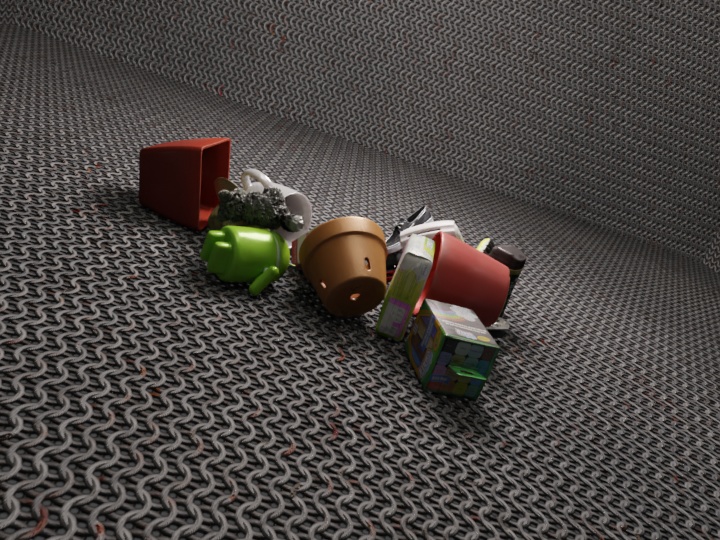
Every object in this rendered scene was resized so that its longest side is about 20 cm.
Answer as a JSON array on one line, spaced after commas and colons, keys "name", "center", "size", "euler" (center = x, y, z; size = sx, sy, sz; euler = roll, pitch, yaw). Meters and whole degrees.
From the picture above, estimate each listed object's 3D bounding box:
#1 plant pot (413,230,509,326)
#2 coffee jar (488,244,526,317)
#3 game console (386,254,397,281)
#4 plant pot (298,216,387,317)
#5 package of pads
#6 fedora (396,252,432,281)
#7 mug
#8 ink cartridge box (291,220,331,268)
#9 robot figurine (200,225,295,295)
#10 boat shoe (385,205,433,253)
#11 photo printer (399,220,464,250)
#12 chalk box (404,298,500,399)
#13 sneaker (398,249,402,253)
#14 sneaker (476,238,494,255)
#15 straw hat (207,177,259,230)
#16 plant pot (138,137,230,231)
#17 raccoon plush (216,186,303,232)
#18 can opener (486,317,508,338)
[{"name": "plant pot", "center": [0.228, 0.033, 1.439], "size": [0.174, 0.204, 0.201], "euler": [17, 20, -5]}, {"name": "coffee jar", "center": [0.347, 0.034, 1.624], "size": [0.085, 0.203, 0.104], "euler": [29, 22, 27]}, {"name": "game console", "center": [0.022, -0.022, 1.728], "size": [0.175, 0.032, 0.199], "euler": [27, 21, 29]}, {"name": "plant pot", "center": [-0.026, 0.005, 1.381], "size": [0.197, 0.201, 0.142], "euler": [8, 47, -29]}, {"name": "package of pads", "center": [0.097, 0.035, 1.383], "size": [0.067, 0.203, 0.155], "euler": [21, 20, 1]}, {"name": "fedora", "center": [0.167, 0.027, 1.633], "size": [0.197, 0.093, 0.201], "euler": [20, 17, -6]}, {"name": "mug", "center": [-0.240, -0.171, 1.622], "size": [0.174, 0.202, 0.148], "euler": [26, 58, 36]}, {"name": "ink cartridge box", "center": [-0.071, -0.053, 1.498], "size": [0.115, 0.069, 0.199], "euler": [7, -16, -29]}, {"name": "robot figurine", "center": [-0.237, -0.033, 1.370], "size": [0.197, 0.117, 0.176], "euler": [3, 31, -39]}, {"name": "boat shoe", "center": [0.129, -0.121, 1.879], "size": [0.199, 0.069, 0.071], "euler": [-35, 23, -16]}, {"name": "photo printer", "center": [0.199, -0.071, 1.748], "size": [0.163, 0.071, 0.200], "euler": [-11, -21, 16]}, {"name": "chalk box", "center": [0.181, 0.164, 1.248], "size": [0.122, 0.126, 0.201], "euler": [14, 21, -17]}, {"name": "sneaker", "center": [0.160, -0.089, 1.948], "size": [0.076, 0.081, 0.200], "euler": [22, 21, 8]}, {"name": "sneaker", "center": [0.292, -0.003, 1.713], "size": [0.090, 0.202, 0.078], "euler": [19, -17, 45]}, {"name": "straw hat", "center": [-0.320, -0.122, 1.542], "size": [0.200, 0.203, 0.085], "euler": [32, 62, 31]}, {"name": "plant pot", "center": [-0.445, -0.233, 1.604], "size": [0.173, 0.204, 0.200], "euler": [10, 19, 6]}, {"name": "raccoon plush", "center": [-0.224, -0.134, 1.381], "size": [0.132, 0.099, 0.199], "euler": [-3, 7, -36]}, {"name": "can opener", "center": [0.257, 0.136, 1.512], "size": [0.196, 0.068, 0.054], "euler": [1, 28, -12]}]
